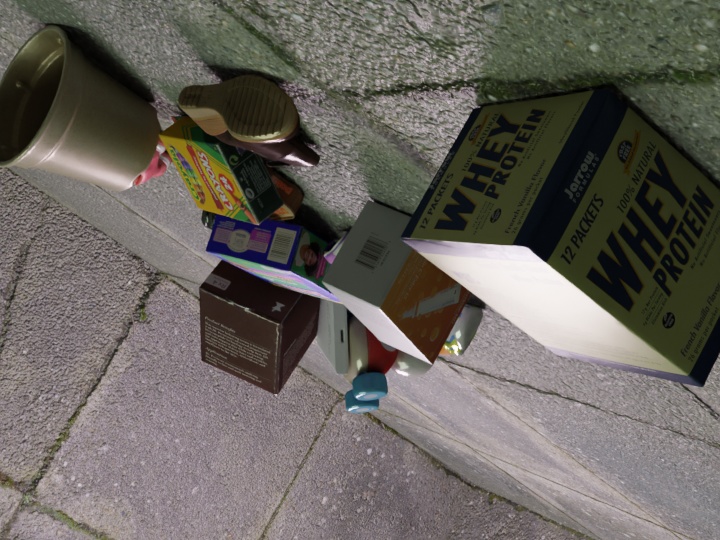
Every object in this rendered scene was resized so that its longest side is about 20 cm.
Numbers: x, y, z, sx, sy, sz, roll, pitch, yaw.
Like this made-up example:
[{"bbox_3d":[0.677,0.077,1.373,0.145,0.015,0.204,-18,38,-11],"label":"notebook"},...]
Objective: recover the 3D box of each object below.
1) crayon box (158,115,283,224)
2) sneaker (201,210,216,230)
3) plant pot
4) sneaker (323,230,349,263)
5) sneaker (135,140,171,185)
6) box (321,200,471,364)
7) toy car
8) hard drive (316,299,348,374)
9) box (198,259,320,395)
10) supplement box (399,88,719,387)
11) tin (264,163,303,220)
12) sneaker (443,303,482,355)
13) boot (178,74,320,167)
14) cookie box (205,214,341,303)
[{"bbox_3d":[-0.199,-0.139,1.523,0.199,0.051,0.128,16,139,53],"label":"crayon box"},{"bbox_3d":[-0.223,-0.089,1.859,0.098,0.071,0.200,25,173,3],"label":"sneaker"},{"bbox_3d":[-0.385,-0.205,1.546,0.182,0.203,0.199,24,176,-41],"label":"plant pot"},{"bbox_3d":[0.000,-0.001,1.687,0.114,0.073,0.201,32,159,14],"label":"sneaker"},{"bbox_3d":[-0.357,-0.175,1.802,0.073,0.087,0.200,32,169,-2],"label":"sneaker"},{"bbox_3d":[0.053,0.019,1.460,0.097,0.125,0.200,23,167,31],"label":"box"},{"bbox_3d":[0.068,0.137,1.966,0.197,0.187,0.177,-4,160,-11],"label":"toy car"},{"bbox_3d":[-0.053,0.094,1.988,0.026,0.134,0.200,-4,-170,-10],"label":"hard drive"},{"bbox_3d":[-0.175,0.075,1.978,0.164,0.165,0.202,23,138,14],"label":"box"},{"bbox_3d":[0.177,-0.026,0.905,0.199,0.135,0.199,35,168,-23],"label":"supplement box"},{"bbox_3d":[-0.149,-0.118,1.633,0.112,0.042,0.200,39,167,-18],"label":"tin"},{"bbox_3d":[0.121,0.075,1.660,0.104,0.076,0.200,30,170,8],"label":"sneaker"},{"bbox_3d":[-0.097,-0.162,1.281,0.199,0.073,0.166,18,176,44],"label":"boot"},{"bbox_3d":[-0.114,-0.019,1.746,0.169,0.076,0.199,13,171,33],"label":"cookie box"}]
